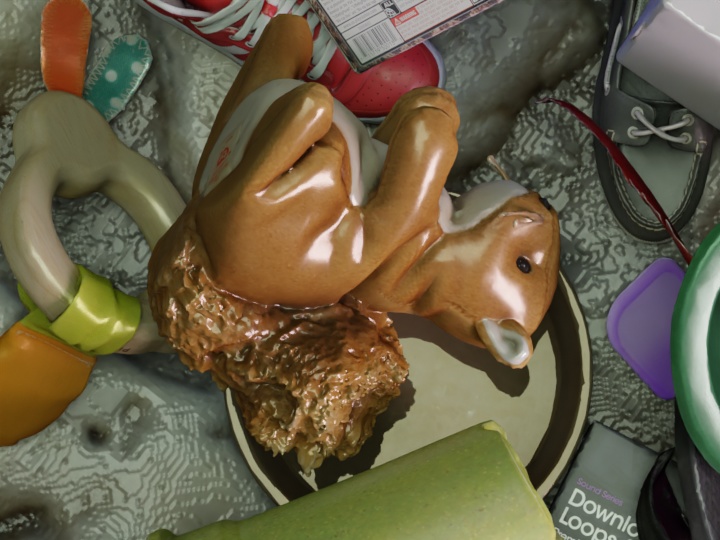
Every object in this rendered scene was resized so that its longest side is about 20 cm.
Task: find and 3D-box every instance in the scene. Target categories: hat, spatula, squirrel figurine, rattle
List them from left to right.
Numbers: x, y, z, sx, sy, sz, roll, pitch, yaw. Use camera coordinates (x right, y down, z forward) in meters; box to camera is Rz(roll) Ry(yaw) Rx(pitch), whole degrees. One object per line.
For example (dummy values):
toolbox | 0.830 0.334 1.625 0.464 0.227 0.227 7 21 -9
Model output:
rattle | -0.167 -0.027 1.431 0.130 0.143 0.201 -8 65 -30
squirrel figurine | 0.000 0.000 1.340 0.186 0.142 0.201 29 98 -18
spatula | 0.210 0.083 1.404 0.056 0.021 0.200 -42 84 -6
hat | 0.210 0.003 1.366 0.165 0.176 0.201 -14 107 -10

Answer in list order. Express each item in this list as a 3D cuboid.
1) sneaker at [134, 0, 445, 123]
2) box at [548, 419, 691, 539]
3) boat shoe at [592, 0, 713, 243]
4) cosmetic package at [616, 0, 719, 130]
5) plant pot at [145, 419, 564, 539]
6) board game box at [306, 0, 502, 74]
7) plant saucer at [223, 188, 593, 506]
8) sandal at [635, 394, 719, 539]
sneaker | -0.049 -0.141 1.396 0.199 0.112 0.072 25 86 5
box | 0.142 0.199 1.388 0.142 0.036 0.201 26 84 5
boat shoe | 0.162 -0.117 1.411 0.066 0.057 0.201 6 84 3
cosmetic package | 0.239 -0.093 1.336 0.200 0.102 0.074 35 74 -1
plant pot | 0.021 0.175 1.309 0.184 0.200 0.201 -29 83 2
board game box | 0.016 -0.227 1.328 0.200 0.159 0.097 55 49 -11
plant saucer | 0.025 0.055 1.413 0.199 0.029 0.201 0 83 2
sandal | 0.169 0.154 1.341 0.048 0.075 0.202 -9 83 18
